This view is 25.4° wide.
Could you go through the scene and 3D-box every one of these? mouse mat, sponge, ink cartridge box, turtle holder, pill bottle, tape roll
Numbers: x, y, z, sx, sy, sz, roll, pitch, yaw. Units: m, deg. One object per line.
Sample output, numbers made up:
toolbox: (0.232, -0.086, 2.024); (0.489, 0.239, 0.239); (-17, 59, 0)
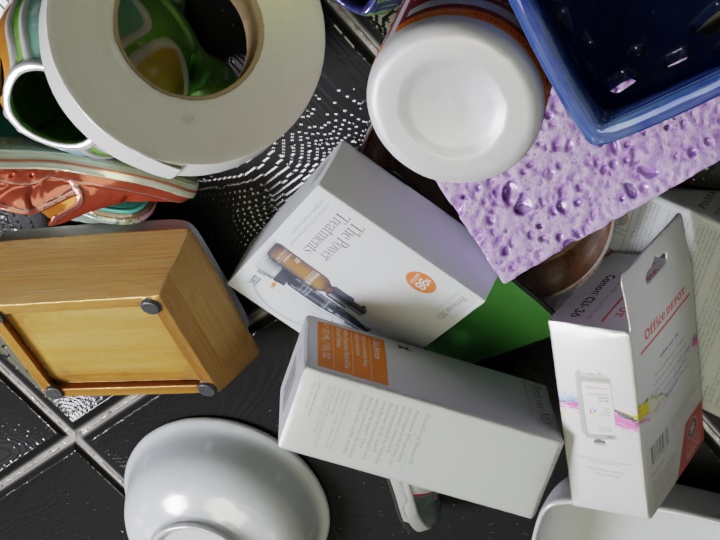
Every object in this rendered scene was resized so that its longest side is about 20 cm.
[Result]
mouse mat: (0.048, 0.004, 1.251); (0.200, 0.008, 0.161); (42, 147, -16)
sponge: (0.156, -0.087, 1.118); (0.200, 0.030, 0.112); (-30, 107, 12)
ink cartridge box: (0.197, 0.066, 1.180); (0.067, 0.116, 0.201); (7, 120, 32)
turtle holder: (-0.187, -0.139, 1.185); (0.185, 0.132, 0.141); (39, 124, -11)
pill bottle: (0.077, -0.152, 1.059); (0.113, 0.200, 0.113); (7, 125, 11)
ink cartridge box: (0.228, 0.004, 1.231); (0.200, 0.057, 0.163); (29, 129, 21)
tape roll: (-0.123, -0.165, 1.118); (0.203, 0.203, 0.037); (37, 161, -11)

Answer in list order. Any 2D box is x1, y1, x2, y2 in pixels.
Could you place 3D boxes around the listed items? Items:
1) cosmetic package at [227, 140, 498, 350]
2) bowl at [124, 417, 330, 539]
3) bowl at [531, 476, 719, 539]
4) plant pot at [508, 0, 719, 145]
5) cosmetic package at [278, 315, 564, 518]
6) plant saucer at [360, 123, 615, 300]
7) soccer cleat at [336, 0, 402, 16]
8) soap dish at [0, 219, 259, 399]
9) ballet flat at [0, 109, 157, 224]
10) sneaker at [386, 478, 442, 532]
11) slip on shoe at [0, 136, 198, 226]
cosmetic package: (0.000, 0.000, 1.233); (0.151, 0.052, 0.200); (32, 149, -9)
bowl: (-0.134, 0.238, 1.451); (0.200, 0.090, 0.202); (8, 124, 11)
bowl: (0.245, 0.255, 1.366); (0.199, 0.075, 0.200); (10, 125, 10)
plant pot: (0.184, -0.228, 0.980); (0.199, 0.180, 0.200); (-24, 115, 18)
cosmetic package: (0.043, 0.109, 1.202); (0.199, 0.101, 0.071); (17, 109, -9)
plant saucer: (0.097, -0.064, 1.204); (0.200, 0.035, 0.201); (13, 130, 17)
soccer cleat: (-0.048, -0.249, 1.095); (0.200, 0.084, 0.065); (38, 128, 0)
soap dish: (-0.203, 0.037, 1.314); (0.199, 0.081, 0.158); (-3, 139, 21)
ballet flat: (-0.255, -0.078, 1.294); (0.199, 0.069, 0.071); (22, 144, 5)
sneaker: (0.081, 0.146, 1.338); (0.120, 0.084, 0.200); (-10, 142, 5)
slip on shoe: (-0.224, -0.065, 1.223); (0.199, 0.074, 0.061); (2, 105, -8)
